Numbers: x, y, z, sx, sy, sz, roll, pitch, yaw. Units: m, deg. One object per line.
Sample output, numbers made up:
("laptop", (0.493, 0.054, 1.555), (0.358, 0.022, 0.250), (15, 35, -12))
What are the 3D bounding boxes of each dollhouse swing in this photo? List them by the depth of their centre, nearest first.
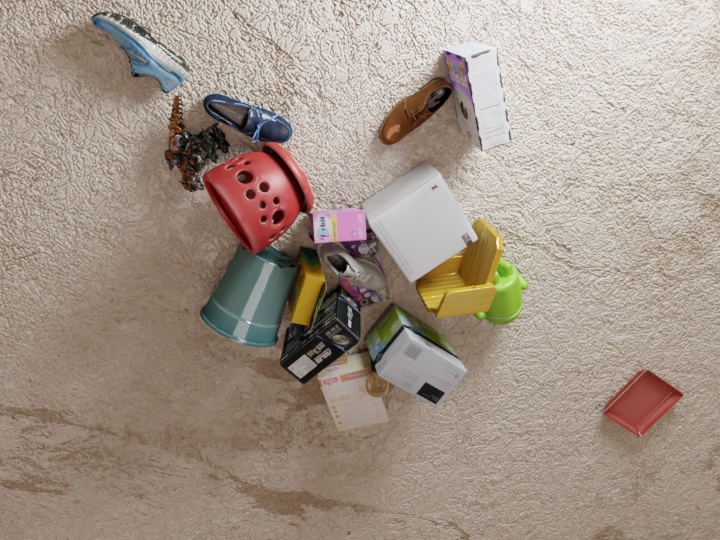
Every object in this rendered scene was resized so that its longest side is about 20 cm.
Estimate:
("dollhouse swing", (0.235, -0.016, 1.357), (0.180, 0.200, 0.177), (-7, 117, -6))

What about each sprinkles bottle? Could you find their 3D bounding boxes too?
("sprinkles bottle", (0.080, 0.296, 1.489), (0.068, 0.200, 0.069), (-2, 85, 23))

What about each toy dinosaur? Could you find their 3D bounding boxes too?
("toy dinosaur", (-0.370, -0.269, 1.203), (0.135, 0.103, 0.201), (-2, 139, 10))

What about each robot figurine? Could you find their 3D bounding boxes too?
("robot figurine", (0.362, 0.058, 1.454), (0.175, 0.116, 0.201), (-33, 129, -15))

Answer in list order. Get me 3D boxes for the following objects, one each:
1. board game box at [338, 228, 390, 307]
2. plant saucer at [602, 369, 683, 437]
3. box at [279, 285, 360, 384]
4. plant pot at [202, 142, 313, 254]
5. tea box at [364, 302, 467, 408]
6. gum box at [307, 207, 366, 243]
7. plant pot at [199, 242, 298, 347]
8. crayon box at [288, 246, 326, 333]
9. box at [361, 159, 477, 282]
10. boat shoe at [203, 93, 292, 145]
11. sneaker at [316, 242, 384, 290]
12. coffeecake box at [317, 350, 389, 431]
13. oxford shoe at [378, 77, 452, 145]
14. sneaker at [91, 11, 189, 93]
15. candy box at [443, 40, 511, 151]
("board game box", (0.000, 0.000, 1.425), (0.119, 0.032, 0.201), (-14, 117, 2))
("plant saucer", (0.892, 0.417, 1.766), (0.199, 0.037, 0.200), (31, 106, -21))
("box", (-0.098, 0.160, 1.393), (0.200, 0.164, 0.086), (-39, 111, 18))
("plant pot", (-0.216, -0.166, 1.208), (0.182, 0.200, 0.201), (-37, 118, -17))
("tea box", (0.139, 0.220, 1.455), (0.199, 0.197, 0.134), (32, 102, -23))
("gum box", (-0.059, -0.106, 1.273), (0.113, 0.200, 0.067), (-5, 98, -8))
("plant pot", (-0.252, 0.047, 1.324), (0.199, 0.200, 0.197), (22, 101, -18))
("crayon box", (-0.131, 0.042, 1.324), (0.050, 0.200, 0.128), (13, 112, -18))
("box", (0.140, -0.118, 1.333), (0.199, 0.131, 0.199), (-33, 116, 7))
("boat shoe", (-0.246, -0.319, 1.207), (0.199, 0.069, 0.085), (12, 113, -15))
("sneaker", (-0.022, 0.002, 1.356), (0.199, 0.092, 0.076), (31, 109, -21))
("coffeecake box", (-0.018, 0.339, 1.546), (0.152, 0.073, 0.201), (-14, 117, 8))
("oxford shoe", (0.123, -0.357, 1.251), (0.200, 0.071, 0.071), (-41, 116, 12))
("sneaker", (-0.451, -0.435, 1.115), (0.200, 0.079, 0.090), (36, 108, -22))
("candy box", (0.254, -0.381, 1.206), (0.071, 0.168, 0.201), (-18, 118, 2))
